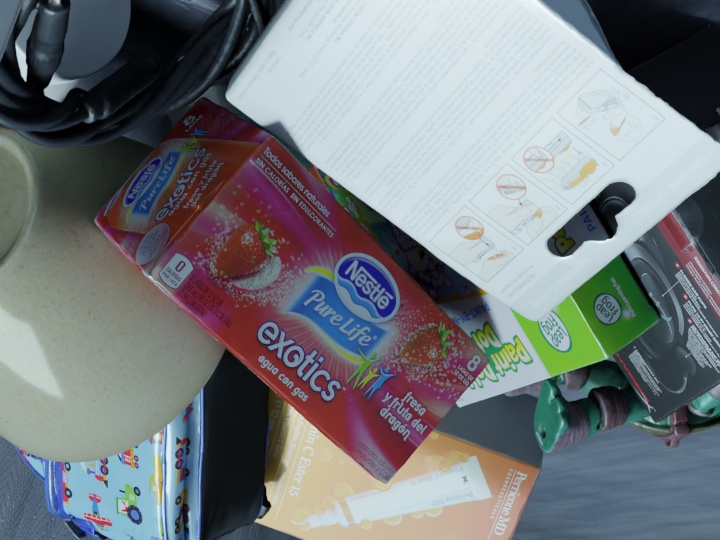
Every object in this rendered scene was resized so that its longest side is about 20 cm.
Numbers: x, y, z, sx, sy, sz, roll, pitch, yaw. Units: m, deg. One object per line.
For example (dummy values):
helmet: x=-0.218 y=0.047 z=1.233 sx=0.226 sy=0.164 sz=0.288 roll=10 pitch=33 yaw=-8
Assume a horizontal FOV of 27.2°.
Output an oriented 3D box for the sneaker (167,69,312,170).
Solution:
sneaker: x=-0.043 y=-0.085 z=0.859 sx=0.083 sy=0.074 sz=0.199 roll=61 pitch=157 yaw=-15

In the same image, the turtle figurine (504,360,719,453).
turtle figurine: x=0.194 y=0.062 z=0.948 sx=0.197 sy=0.102 sz=0.150 roll=-9 pitch=-166 yaw=-17

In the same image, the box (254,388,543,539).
box: x=0.021 y=0.135 z=1.077 sx=0.198 sy=0.126 sz=0.098 roll=19 pitch=-155 yaw=1

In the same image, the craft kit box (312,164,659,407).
craft kit box: x=0.057 y=-0.028 z=0.842 sx=0.199 sy=0.048 sz=0.200 roll=56 pitch=157 yaw=0

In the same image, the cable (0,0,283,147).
cable: x=-0.105 y=-0.120 z=0.736 sx=0.051 sy=0.163 sz=0.200 roll=45 pitch=-175 yaw=19

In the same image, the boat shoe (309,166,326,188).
boat shoe: x=0.000 y=0.000 z=0.975 sx=0.071 sy=0.202 sz=0.063 roll=-28 pitch=-178 yaw=3

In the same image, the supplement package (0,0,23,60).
supplement package: x=-0.246 y=-0.169 z=0.634 sx=0.198 sy=0.193 sz=0.147 roll=0 pitch=156 yaw=39

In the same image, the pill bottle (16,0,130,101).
pill bottle: x=-0.220 y=-0.138 z=0.835 sx=0.199 sy=0.114 sz=0.112 roll=-3 pitch=154 yaw=45

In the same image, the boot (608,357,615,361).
boot: x=0.229 y=0.052 z=1.080 sx=0.197 sy=0.071 sz=0.132 roll=10 pitch=156 yaw=8

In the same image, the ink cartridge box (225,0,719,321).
ink cartridge box: x=0.055 y=-0.083 z=0.703 sx=0.199 sy=0.050 sz=0.162 roll=34 pitch=137 yaw=-11

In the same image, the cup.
cup: x=-0.187 y=-0.006 z=0.861 sx=0.198 sy=0.203 sz=0.143 roll=7 pitch=162 yaw=27

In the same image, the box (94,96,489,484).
box: x=-0.035 y=0.011 z=0.809 sx=0.200 sy=0.096 sz=0.100 roll=45 pitch=174 yaw=-32

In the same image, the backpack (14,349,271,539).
backpack: x=-0.164 y=0.084 z=1.001 sx=0.198 sy=0.185 sz=0.134 roll=18 pitch=-156 yaw=28

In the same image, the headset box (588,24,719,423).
headset box: x=0.169 y=-0.019 z=0.774 sx=0.150 sy=0.077 sz=0.200 roll=58 pitch=165 yaw=12
